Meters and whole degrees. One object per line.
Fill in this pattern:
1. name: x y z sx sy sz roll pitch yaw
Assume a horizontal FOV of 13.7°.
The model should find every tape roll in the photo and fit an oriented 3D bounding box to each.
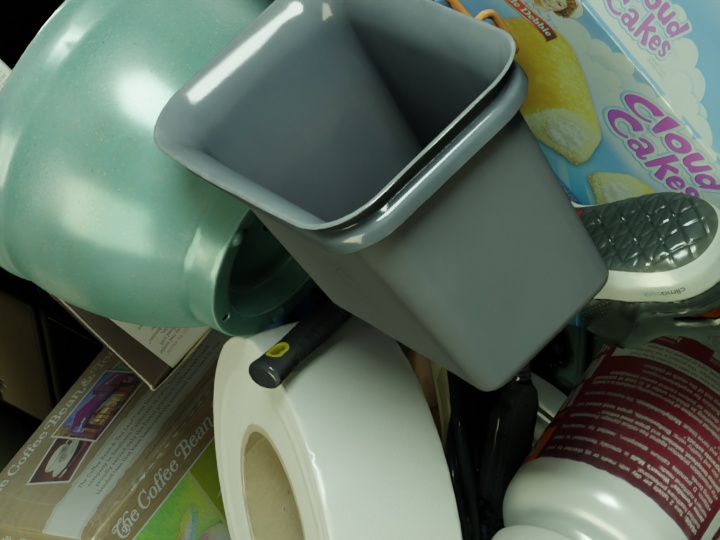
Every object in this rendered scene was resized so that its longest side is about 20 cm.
1. tape roll: -0.014 0.125 1.558 0.202 0.070 0.203 167 90 -72

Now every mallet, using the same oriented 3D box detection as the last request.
1. mallet: 0.000 0.000 1.539 0.066 0.200 0.041 20 131 38

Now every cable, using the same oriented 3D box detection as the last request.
1. cable: 0.028 0.092 1.599 0.163 0.051 0.201 37 126 49

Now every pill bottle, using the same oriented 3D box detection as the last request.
1. pill bottle: 0.141 0.110 1.530 0.109 0.200 0.110 27 149 18

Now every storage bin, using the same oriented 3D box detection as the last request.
1. storage bin: 0.024 -0.042 1.368 0.134 0.146 0.200 53 167 -32

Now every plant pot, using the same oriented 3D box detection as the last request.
1. plant pot: -0.082 -0.049 1.529 0.134 0.200 0.201 36 152 24

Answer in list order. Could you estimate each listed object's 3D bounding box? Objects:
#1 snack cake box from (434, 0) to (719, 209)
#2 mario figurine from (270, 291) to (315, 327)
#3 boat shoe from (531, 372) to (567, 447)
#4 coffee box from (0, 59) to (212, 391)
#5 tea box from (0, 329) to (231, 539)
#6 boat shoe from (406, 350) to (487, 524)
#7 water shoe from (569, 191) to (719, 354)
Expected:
1. snack cake box: 0.130 -0.083 1.408 0.200 0.067 0.115 47 150 -16
2. mario figurine: -0.011 0.067 1.722 0.106 0.123 0.201 20 134 53
3. boat shoe: 0.114 0.139 1.732 0.073 0.068 0.200 -4 128 49
4. coffee box: -0.171 -0.030 1.758 0.200 0.080 0.113 44 177 -10
5. tea box: -0.101 0.154 1.855 0.133 0.200 0.197 2 136 46
6. boat shoe: 0.045 0.091 1.684 0.068 0.072 0.201 7 101 40
7. water shoe: 0.104 0.009 1.426 0.200 0.072 0.079 5 140 49
